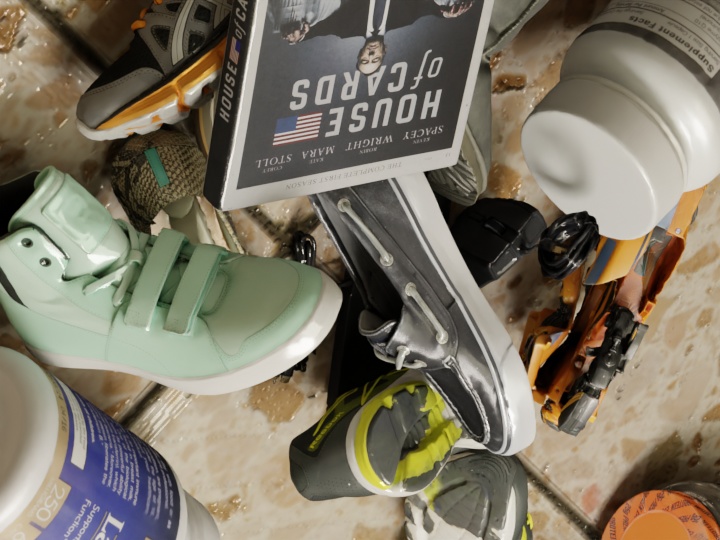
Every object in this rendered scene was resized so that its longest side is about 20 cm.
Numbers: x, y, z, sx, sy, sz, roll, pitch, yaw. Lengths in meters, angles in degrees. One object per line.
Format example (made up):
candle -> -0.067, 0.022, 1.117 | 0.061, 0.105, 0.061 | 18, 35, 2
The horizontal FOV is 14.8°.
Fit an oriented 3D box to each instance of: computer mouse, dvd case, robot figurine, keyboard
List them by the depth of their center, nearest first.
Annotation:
dvd case -> 0.001, -0.129, 1.385 | 0.150, 0.025, 0.201 | -12, 130, -31
computer mouse -> 0.089, -0.020, 1.590 | 0.059, 0.200, 0.034 | -45, 102, -12
keyboard -> 0.000, 0.000, 1.632 | 0.127, 0.021, 0.201 | -21, 133, -37
robot figurine -> 0.152, 0.004, 1.701 | 0.058, 0.145, 0.201 | 25, 101, -5

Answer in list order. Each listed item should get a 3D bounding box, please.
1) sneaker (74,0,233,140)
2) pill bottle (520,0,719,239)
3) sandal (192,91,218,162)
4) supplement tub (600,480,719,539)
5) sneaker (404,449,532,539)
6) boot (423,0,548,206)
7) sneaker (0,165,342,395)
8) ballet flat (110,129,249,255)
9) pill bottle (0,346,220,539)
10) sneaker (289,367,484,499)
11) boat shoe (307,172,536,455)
sneaker -> -0.073, -0.142, 1.410 | 0.200, 0.077, 0.078 | -42, -179, -4
pill bottle -> 0.186, -0.118, 1.592 | 0.200, 0.113, 0.114 | -48, 144, -27
sandal -> -0.026, -0.130, 1.474 | 0.080, 0.054, 0.201 | 16, 110, -47
supplement tub -> 0.264, 0.217, 1.966 | 0.200, 0.122, 0.123 | 17, 110, -47
sneaker -> 0.074, 0.161, 1.783 | 0.085, 0.074, 0.200 | -37, 162, -31
boot -> 0.088, -0.153, 1.544 | 0.200, 0.072, 0.182 | -54, 159, -21
sneaker -> -0.114, 0.000, 1.407 | 0.118, 0.199, 0.074 | 58, 42, -44
ballet flat -> -0.085, 0.009, 1.516 | 0.068, 0.075, 0.200 | -24, 138, -3
pill bottle -> -0.165, 0.129, 1.512 | 0.116, 0.116, 0.200 | -48, 141, 1
sneaker -> 0.024, 0.085, 1.653 | 0.200, 0.084, 0.075 | -22, 98, -60
boat shoe -> 0.031, 0.025, 1.556 | 0.068, 0.072, 0.201 | -33, 108, -23
